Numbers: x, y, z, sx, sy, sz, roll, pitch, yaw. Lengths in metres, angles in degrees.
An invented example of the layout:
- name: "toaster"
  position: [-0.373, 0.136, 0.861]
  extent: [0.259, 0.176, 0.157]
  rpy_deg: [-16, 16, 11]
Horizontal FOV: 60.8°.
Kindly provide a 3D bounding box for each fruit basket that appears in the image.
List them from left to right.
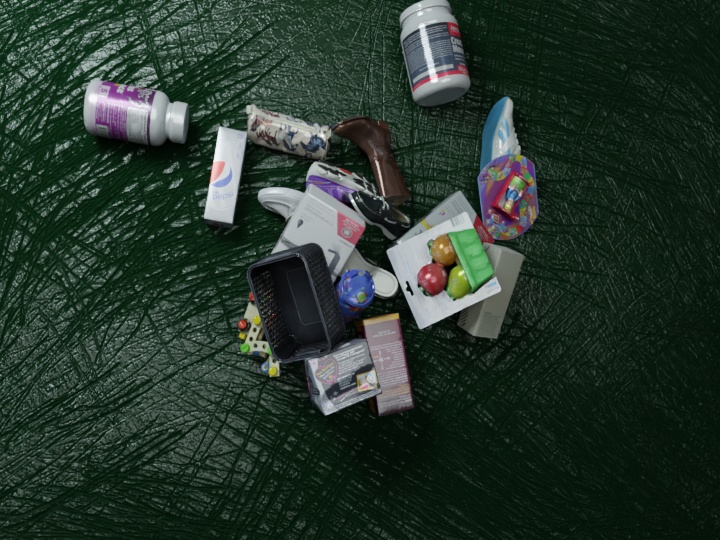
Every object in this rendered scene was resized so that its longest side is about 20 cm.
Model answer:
- name: "fruit basket"
  position: [0.180, 0.000, 1.329]
  extent: [0.196, 0.094, 0.189]
  rpy_deg: [-26, 84, 9]

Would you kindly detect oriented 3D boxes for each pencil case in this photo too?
- name: "pencil case"
  position: [-0.160, -0.306, 1.358]
  extent: [0.195, 0.090, 0.079]
  rpy_deg: [14, 52, -9]
- name: "pencil case"
  position: [-0.035, 0.063, 1.298]
  extent: [0.076, 0.200, 0.089]
  rpy_deg: [-19, 77, -27]

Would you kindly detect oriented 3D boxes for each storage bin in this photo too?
- name: "storage bin"
  position: [-0.123, 0.063, 1.206]
  extent: [0.132, 0.094, 0.205]
  rpy_deg: [-13, 101, 21]

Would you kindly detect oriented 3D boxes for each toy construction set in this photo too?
- name: "toy construction set"
  position: [-0.188, 0.114, 1.312]
  extent: [0.128, 0.093, 0.204]
  rpy_deg: [21, 72, 16]

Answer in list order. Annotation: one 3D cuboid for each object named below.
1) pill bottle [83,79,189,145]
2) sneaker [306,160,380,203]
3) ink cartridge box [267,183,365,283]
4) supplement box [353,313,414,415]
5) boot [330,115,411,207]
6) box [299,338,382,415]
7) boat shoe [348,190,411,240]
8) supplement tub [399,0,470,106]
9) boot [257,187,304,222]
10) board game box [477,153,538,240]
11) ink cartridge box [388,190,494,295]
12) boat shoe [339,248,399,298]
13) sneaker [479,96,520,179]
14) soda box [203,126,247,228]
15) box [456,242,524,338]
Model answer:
- name: "pill bottle"
  position: [-0.463, -0.325, 1.283]
  extent: [0.194, 0.112, 0.116]
  rpy_deg: [8, 83, -12]
- name: "sneaker"
  position: [-0.034, -0.179, 1.392]
  extent: [0.196, 0.081, 0.085]
  rpy_deg: [21, 117, -17]
- name: "ink cartridge box"
  position: [-0.096, -0.051, 1.288]
  extent: [0.143, 0.085, 0.203]
  rpy_deg: [29, 108, -11]
- name: "supplement box"
  position: [0.050, 0.202, 1.345]
  extent: [0.083, 0.110, 0.206]
  rpy_deg: [-9, 87, -12]
- name: "boot"
  position: [0.029, -0.235, 1.366]
  extent: [0.183, 0.064, 0.206]
  rpy_deg: [-9, 81, -44]
- name: "box"
  position: [-0.050, 0.214, 1.277]
  extent: [0.129, 0.200, 0.118]
  rpy_deg: [-18, 87, -13]
- name: "boat shoe"
  position: [0.045, -0.131, 1.329]
  extent: [0.060, 0.199, 0.077]
  rpy_deg: [-32, 63, 19]
- name: "supplement tub"
  position: [0.169, -0.500, 1.419]
  extent: [0.137, 0.140, 0.206]
  rpy_deg: [-12, 88, -12]
- name: "boot"
  position: [-0.134, -0.113, 1.346]
  extent: [0.194, 0.074, 0.098]
  rpy_deg: [11, 67, -11]
- name: "board game box"
  position: [0.359, -0.169, 1.445]
  extent: [0.154, 0.039, 0.205]
  rpy_deg: [-16, 110, -15]
- name: "ink cartridge box"
  position: [0.185, -0.060, 1.411]
  extent: [0.199, 0.083, 0.147]
  rpy_deg: [-38, 94, -13]
- name: "boat shoe"
  position: [0.000, 0.000, 1.376]
  extent: [0.196, 0.060, 0.075]
  rpy_deg: [27, 81, 13]
- name: "sneaker"
  position: [0.343, -0.312, 1.478]
  extent: [0.079, 0.076, 0.206]
  rpy_deg: [9, 90, -17]
- name: "soda box"
  position: [-0.292, -0.200, 1.331]
  extent: [0.062, 0.068, 0.206]
  rpy_deg: [9, 84, -10]
- name: "box"
  position: [0.294, 0.046, 1.392]
  extent: [0.080, 0.068, 0.205]
  rpy_deg: [10, 102, -32]
